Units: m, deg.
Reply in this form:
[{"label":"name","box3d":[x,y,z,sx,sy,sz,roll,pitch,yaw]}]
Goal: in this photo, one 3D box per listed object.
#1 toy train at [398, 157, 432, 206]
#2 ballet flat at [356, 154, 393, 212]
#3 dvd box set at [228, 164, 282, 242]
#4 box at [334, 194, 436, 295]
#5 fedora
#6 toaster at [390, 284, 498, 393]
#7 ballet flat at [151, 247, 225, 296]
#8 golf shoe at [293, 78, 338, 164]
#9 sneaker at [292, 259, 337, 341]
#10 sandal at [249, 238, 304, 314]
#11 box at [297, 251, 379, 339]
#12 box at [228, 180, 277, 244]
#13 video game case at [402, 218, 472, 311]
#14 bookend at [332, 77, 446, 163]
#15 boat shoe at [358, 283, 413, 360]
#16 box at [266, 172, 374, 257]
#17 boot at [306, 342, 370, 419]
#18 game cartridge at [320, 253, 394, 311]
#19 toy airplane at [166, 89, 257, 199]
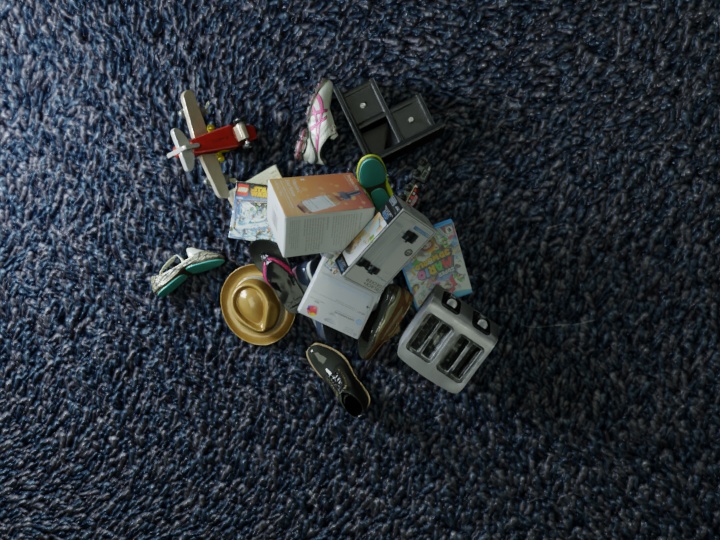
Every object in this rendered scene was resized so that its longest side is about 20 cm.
[{"label":"toy train","box3d":[0.117,-0.175,1.399,0.046,0.034,0.201,29,93,-7]},{"label":"ballet flat","box3d":[0.032,-0.207,1.324,0.066,0.200,0.067,-16,55,8]},{"label":"dvd box set","box3d":[-0.220,-0.136,1.424,0.146,0.029,0.201,-30,87,3]},{"label":"box","box3d":[0.053,-0.051,1.256,0.116,0.060,0.200,29,113,-38]},{"label":"fedora","box3d":[-0.252,0.086,1.396,0.199,0.082,0.202,0,95,5]},{"label":"toaster","box3d":[0.191,0.161,1.338,0.180,0.119,0.201,34,105,2]},{"label":"ballet flat","box3d":[-0.430,-0.011,1.429,0.199,0.068,0.076,-29,73,6]},{"label":"golf shoe","box3d":[-0.091,-0.353,1.397,0.091,0.073,0.201,17,101,-2]},{"label":"sneaker","box3d":[-0.112,0.075,1.411,0.082,0.070,0.201,-9,96,34]},{"label":"sandal","box3d":[-0.189,0.012,1.353,0.075,0.045,0.201,-32,93,6]},{"label":"box","box3d":[-0.033,0.036,1.352,0.155,0.041,0.201,25,88,-11]},{"label":"box","box3d":[-0.204,-0.130,1.387,0.198,0.040,0.138,9,90,2]},{"label":"video game case","box3d":[0.170,-0.009,1.354,0.142,0.018,0.201,-19,120,4]},{"label":"bookend","box3d":[0.068,-0.372,1.371,0.199,0.092,0.200,-25,88,3]},{"label":"boat shoe","box3d":[0.063,0.129,1.377,0.073,0.076,0.201,19,111,-24]},{"label":"box","box3d":[-0.091,-0.125,1.275,0.199,0.153,0.107,-9,131,-20]},{"label":"boot","box3d":[-0.053,0.253,1.361,0.200,0.138,0.078,42,93,4]},{"label":"game cartridge","box3d":[0.000,0.000,1.408,0.133,0.040,0.201,-30,88,0]},{"label":"toy airplane","box3d":[-0.364,-0.294,1.381,0.198,0.141,0.201,27,77,-27]}]
